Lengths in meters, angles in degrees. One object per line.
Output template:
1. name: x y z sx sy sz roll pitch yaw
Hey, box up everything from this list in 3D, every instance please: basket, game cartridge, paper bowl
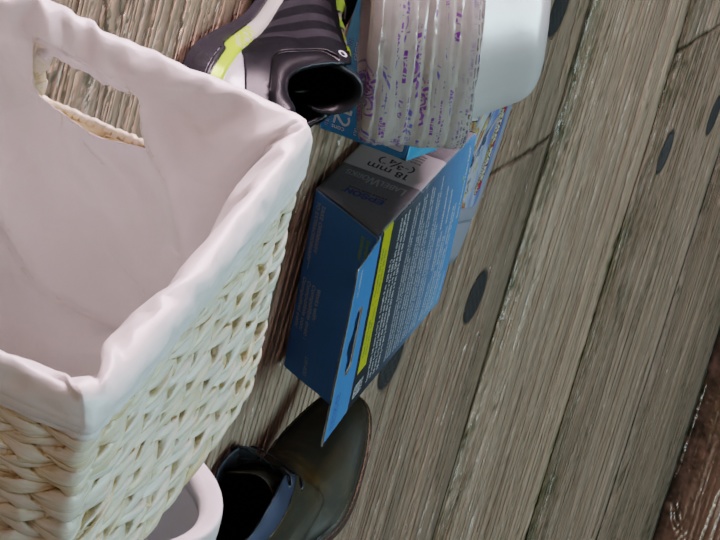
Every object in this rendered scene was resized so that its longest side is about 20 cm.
1. basket: -0.151 0.010 1.181 0.200 0.198 0.161 -54 163 -44
2. game cartridge: 0.068 -0.093 2.095 0.133 0.041 0.201 -9 118 -68
3. paper bowl: 0.054 -0.170 1.688 0.201 0.104 0.202 -177 -90 -88

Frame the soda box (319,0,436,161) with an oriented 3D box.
1. soda box: 0.040 -0.175 1.835 0.068 0.064 0.201 -21 131 -70

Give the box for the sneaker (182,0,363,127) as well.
1. sneaker: -0.033 -0.108 1.634 0.200 0.083 0.072 -48 155 -53

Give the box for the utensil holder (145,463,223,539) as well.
1. utensil holder: -0.170 0.175 1.381 0.170 0.169 0.201 -33 142 -65

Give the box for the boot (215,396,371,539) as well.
1. boot: -0.048 0.141 1.930 0.200 0.074 0.097 -58 164 -29

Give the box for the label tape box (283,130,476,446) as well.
1. label tape box: 0.000 0.000 1.926 0.200 0.063 0.145 -48 155 -53
